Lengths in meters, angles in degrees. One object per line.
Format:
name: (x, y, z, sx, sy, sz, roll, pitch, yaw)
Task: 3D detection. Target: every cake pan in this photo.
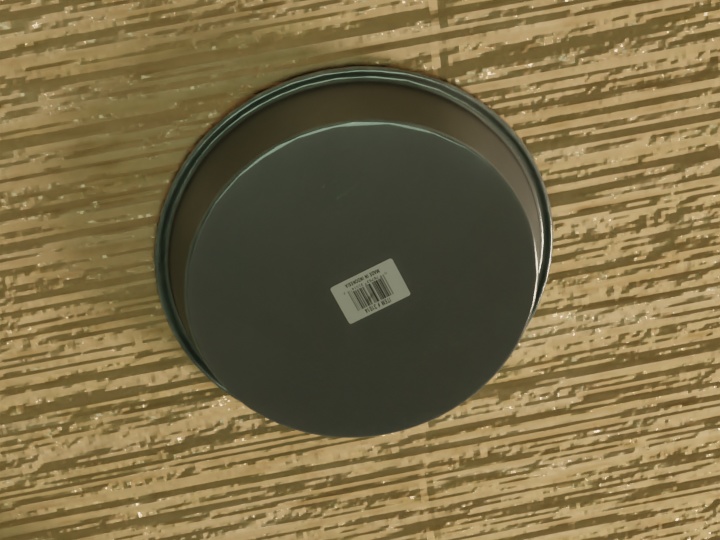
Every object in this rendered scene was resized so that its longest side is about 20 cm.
cake pan: (0.000, 0.000, 0.848, 0.200, 0.037, 0.200, -3, 117, -7)
